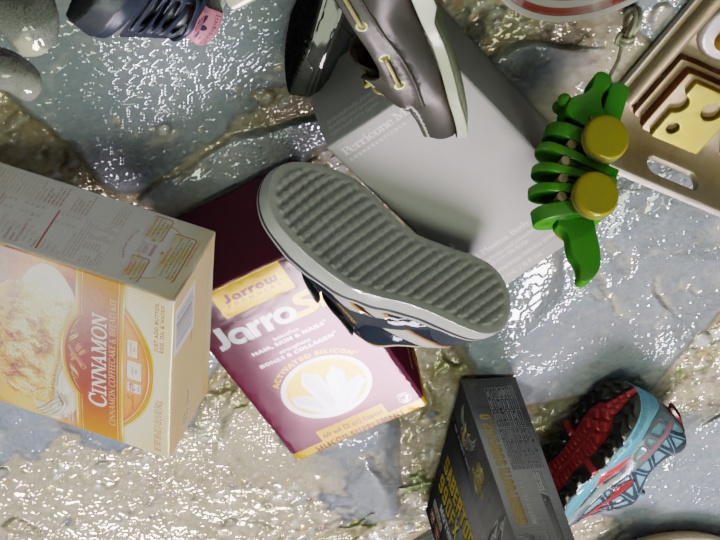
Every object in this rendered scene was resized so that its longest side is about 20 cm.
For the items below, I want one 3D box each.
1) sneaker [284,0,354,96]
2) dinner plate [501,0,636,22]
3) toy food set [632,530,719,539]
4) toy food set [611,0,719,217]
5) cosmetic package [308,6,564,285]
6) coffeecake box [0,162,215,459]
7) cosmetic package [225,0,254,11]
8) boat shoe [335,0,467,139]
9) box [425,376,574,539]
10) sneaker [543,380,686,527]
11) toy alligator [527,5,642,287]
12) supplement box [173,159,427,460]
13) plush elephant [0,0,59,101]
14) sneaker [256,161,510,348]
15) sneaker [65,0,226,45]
[{"bbox_3d":[0.023,-0.187,1.462,0.103,0.060,0.201,7,128,-16],"label":"sneaker"},{"bbox_3d":[0.160,-0.237,1.445,0.199,0.024,0.201,-22,145,-17],"label":"dinner plate"},{"bbox_3d":[0.258,0.296,2.021,0.198,0.049,0.199,-3,135,-11],"label":"toy food set"},{"bbox_3d":[0.269,-0.123,1.589,0.143,0.061,0.200,19,127,-30],"label":"toy food set"},{"bbox_3d":[0.062,-0.083,1.558,0.107,0.091,0.200,-35,136,17],"label":"cosmetic package"},{"bbox_3d":[-0.202,0.021,1.544,0.199,0.073,0.154,18,136,11],"label":"coffeecake box"},{"bbox_3d":[-0.012,-0.247,1.361,0.199,0.106,0.071,-27,135,11],"label":"cosmetic package"},{"bbox_3d":[0.021,-0.141,1.380,0.060,0.072,0.202,-16,146,5],"label":"boat shoe"},{"bbox_3d":[0.108,0.208,1.783,0.048,0.201,0.159,-3,136,-15],"label":"box"},{"bbox_3d":[0.184,0.177,1.860,0.095,0.080,0.200,21,127,-34],"label":"sneaker"},{"bbox_3d":[0.143,-0.088,1.521,0.054,0.201,0.059,14,161,-8],"label":"toy alligator"},{"bbox_3d":[-0.045,0.032,1.648,0.110,0.086,0.200,-24,135,11],"label":"supplement box"},{"bbox_3d":[-0.250,-0.143,1.369,0.198,0.166,0.155,-2,138,0],"label":"plush elephant"},{"bbox_3d":[0.000,0.000,1.533,0.199,0.079,0.079,31,148,-27],"label":"sneaker"},{"bbox_3d":[-0.114,-0.162,1.348,0.082,0.200,0.070,40,107,-9],"label":"sneaker"}]
